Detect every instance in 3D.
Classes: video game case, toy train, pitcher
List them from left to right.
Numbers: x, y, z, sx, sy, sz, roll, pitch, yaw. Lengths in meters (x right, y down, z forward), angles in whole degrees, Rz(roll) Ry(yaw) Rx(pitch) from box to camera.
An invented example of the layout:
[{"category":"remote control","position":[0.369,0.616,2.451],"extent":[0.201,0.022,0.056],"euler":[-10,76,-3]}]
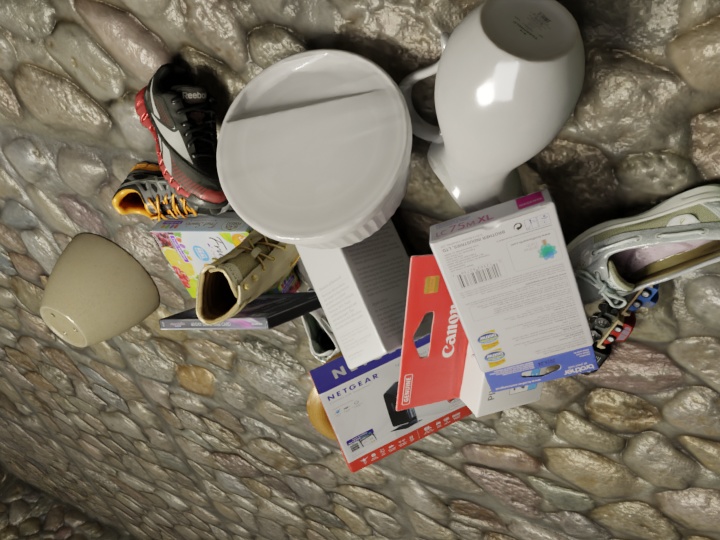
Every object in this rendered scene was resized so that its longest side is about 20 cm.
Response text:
[{"category":"video game case","position":[-0.154,0.055,0.937],"extent":[0.199,0.143,0.019],"euler":[-3,100,34]},{"category":"pitcher","position":[0.104,-0.160,0.625],"extent":[0.171,0.121,0.200],"euler":[41,156,15]},{"category":"toy train","position":[0.288,0.061,0.782],"extent":[0.046,0.034,0.200],"euler":[23,141,9]}]

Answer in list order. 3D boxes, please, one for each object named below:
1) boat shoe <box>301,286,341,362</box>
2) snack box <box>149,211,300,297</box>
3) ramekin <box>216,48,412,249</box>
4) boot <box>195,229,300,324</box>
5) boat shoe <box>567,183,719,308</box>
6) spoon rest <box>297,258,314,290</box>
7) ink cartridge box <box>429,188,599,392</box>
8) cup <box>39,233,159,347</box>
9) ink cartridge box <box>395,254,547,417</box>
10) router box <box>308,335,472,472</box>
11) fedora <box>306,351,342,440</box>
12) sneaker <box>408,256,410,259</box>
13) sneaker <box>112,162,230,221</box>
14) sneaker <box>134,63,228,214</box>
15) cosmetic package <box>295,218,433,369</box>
[{"category":"boat shoe","position":[-0.052,0.107,1.050],"extent":[0.073,0.067,0.201],"euler":[6,134,32]},{"category":"snack box","position":[-0.205,-0.019,1.036],"extent":[0.199,0.053,0.143],"euler":[3,134,32]},{"category":"ramekin","position":[-0.038,-0.115,0.706],"extent":[0.202,0.203,0.094],"euler":[19,171,18]},{"category":"boot","position":[-0.120,-0.028,0.851],"extent":[0.073,0.155,0.200],"euler":[41,120,6]},{"category":"boat shoe","position":[0.271,-0.011,0.665],"extent":[0.202,0.065,0.074],"euler":[-27,124,36]},{"category":"spoon rest","position":[-0.001,0.023,0.930],"extent":[0.199,0.061,0.100],"euler":[21,140,15]},{"category":"ink cartridge box","position":[0.156,0.028,0.682],"extent":[0.119,0.042,0.201],"euler":[-17,117,15]},{"category":"cup","position":[-0.493,0.054,1.252],"extent":[0.200,0.143,0.201],"euler":[20,141,18]},{"category":"ink cartridge box","position":[0.133,0.070,0.758],"extent":[0.045,0.175,0.201],"euler":[-133,41,-54]},{"category":"router box","position":[0.047,0.172,0.958],"extent":[0.049,0.199,0.180],"euler":[-123,12,-50]},{"category":"fedora","position":[0.008,0.167,1.023],"extent":[0.082,0.200,0.201],"euler":[-125,13,-50]},{"category":"sneaker","position":[0.122,0.026,0.847],"extent":[0.200,0.078,0.100],"euler":[34,125,1]},{"category":"sneaker","position":[-0.266,-0.102,0.974],"extent":[0.199,0.077,0.078],"euler":[6,133,30]},{"category":"sneaker","position":[-0.205,-0.164,0.821],"extent":[0.098,0.071,0.201],"euler":[-46,65,41]},{"category":"cosmetic package","position":[0.000,0.000,0.799],"extent":[0.071,0.101,0.201],"euler":[-30,80,44]}]
